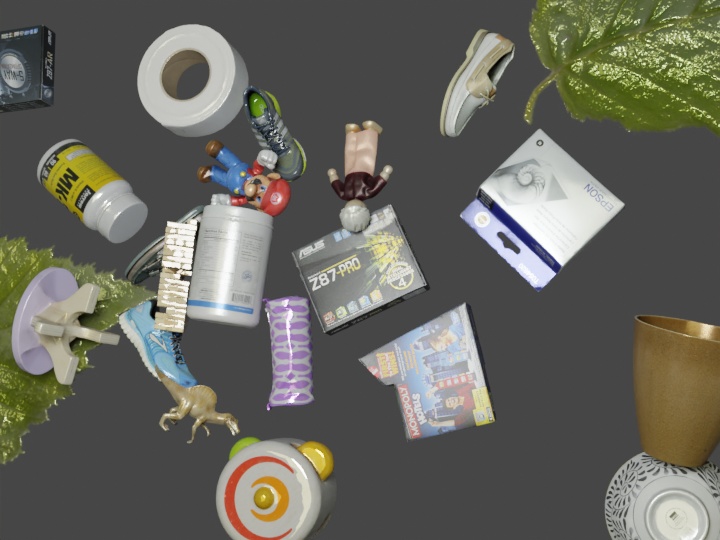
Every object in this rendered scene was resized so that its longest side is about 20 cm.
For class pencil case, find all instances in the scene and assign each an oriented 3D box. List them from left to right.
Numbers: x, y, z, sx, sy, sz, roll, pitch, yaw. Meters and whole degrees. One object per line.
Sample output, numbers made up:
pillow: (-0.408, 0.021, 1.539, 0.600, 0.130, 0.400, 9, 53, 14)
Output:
pencil case: (-0.125, 0.139, 1.498, 0.085, 0.084, 0.200, -5, 81, 6)

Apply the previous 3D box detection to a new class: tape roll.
tape roll: (-0.317, -0.357, 1.633, 0.202, 0.071, 0.203, -2, 81, 14)

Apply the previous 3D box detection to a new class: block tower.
block tower: (-0.326, 0.008, 1.537, 0.058, 0.054, 0.200, 8, 86, -4)

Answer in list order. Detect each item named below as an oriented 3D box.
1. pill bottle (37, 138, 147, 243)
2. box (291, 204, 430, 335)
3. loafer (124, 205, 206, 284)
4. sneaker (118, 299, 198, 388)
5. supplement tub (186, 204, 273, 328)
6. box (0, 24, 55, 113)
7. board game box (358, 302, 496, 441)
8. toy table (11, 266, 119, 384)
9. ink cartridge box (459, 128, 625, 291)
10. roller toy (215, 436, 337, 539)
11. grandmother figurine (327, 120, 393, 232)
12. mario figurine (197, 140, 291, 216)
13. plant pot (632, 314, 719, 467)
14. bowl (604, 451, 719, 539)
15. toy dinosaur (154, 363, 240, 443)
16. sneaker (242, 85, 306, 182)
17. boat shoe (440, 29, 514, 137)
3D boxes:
pill bottle: (-0.502, -0.148, 1.627, 0.200, 0.114, 0.114, 39, 93, 17)
box: (0.000, 0.000, 1.505, 0.200, 0.049, 0.161, -25, 72, 9)
loafer: (-0.346, -0.036, 1.594, 0.200, 0.072, 0.063, -41, 80, 4)
sneaker: (-0.354, 0.134, 1.566, 0.090, 0.078, 0.200, -39, 76, 1)
supplement tub: (-0.229, -0.005, 1.524, 0.132, 0.132, 0.200, 6, 82, 16)
box: (-0.722, -0.405, 1.761, 0.200, 0.044, 0.160, -3, 80, 14)
board game box: (0.108, 0.176, 1.443, 0.200, 0.062, 0.200, -15, 78, 13)
toy table: (-0.545, 0.102, 1.578, 0.117, 0.184, 0.200, 12, 97, 32)
ink cartridge box: (0.299, -0.102, 1.445, 0.200, 0.041, 0.200, -46, 73, 4)
roller toy: (-0.138, 0.373, 1.437, 0.200, 0.140, 0.183, -1, 82, 14)
grandmother figurine: (0.000, -0.161, 1.503, 0.121, 0.061, 0.200, -8, 65, 34)
mario figurine: (-0.212, -0.162, 1.546, 0.200, 0.124, 0.106, 29, 53, 26)
plant pot: (0.486, 0.183, 1.295, 0.186, 0.186, 0.200, 12, 98, 16)
bowl: (0.472, 0.371, 1.300, 0.201, 0.094, 0.201, -2, 81, 15)
toy dinosaur: (-0.307, 0.238, 1.526, 0.200, 0.058, 0.101, 40, 98, -20)
sneaker: (-0.165, -0.249, 1.570, 0.074, 0.081, 0.200, -32, 75, 9)
boat shoe: (0.201, -0.318, 1.487, 0.068, 0.075, 0.200, 22, 87, 22)
